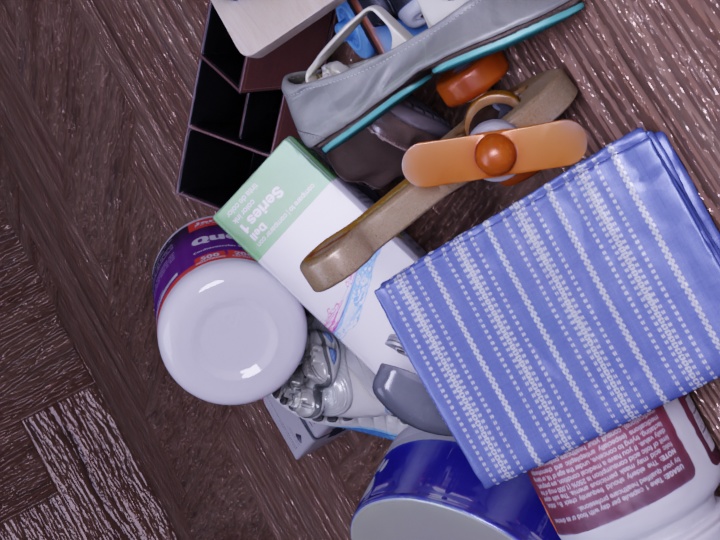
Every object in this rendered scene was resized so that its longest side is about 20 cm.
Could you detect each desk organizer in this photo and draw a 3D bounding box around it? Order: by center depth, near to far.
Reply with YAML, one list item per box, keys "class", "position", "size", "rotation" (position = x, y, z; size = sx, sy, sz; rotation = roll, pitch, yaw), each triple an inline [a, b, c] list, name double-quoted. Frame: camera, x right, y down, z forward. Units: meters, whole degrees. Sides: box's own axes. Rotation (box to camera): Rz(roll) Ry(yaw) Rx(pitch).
- class: "desk organizer"
  position: [-0.087, -0.134, 1.205]
  size: [0.072, 0.077, 0.201]
  rotation: [44, 132, 39]

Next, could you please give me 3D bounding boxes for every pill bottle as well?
- class: "pill bottle"
  position: [0.155, 0.104, 0.939]
  size: [0.201, 0.114, 0.114]
  rotation: [63, 161, 1]
- class: "pill bottle"
  position: [-0.108, 0.023, 1.183]
  size: [0.200, 0.112, 0.113]
  rotation: [-121, 10, -71]

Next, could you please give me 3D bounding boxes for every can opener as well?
- class: "can opener"
  position: [0.094, 0.101, 1.012]
  size: [0.200, 0.067, 0.053]
  rotation: [30, 170, -22]

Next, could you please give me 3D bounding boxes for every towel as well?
- class: "towel"
  position: [0.121, 0.024, 0.870]
  size: [0.145, 0.200, 0.024]
  rotation: [60, -156, 2]

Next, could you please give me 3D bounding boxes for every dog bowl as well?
- class: "dog bowl"
  position: [0.095, 0.210, 1.152]
  size: [0.199, 0.079, 0.200]
  rotation: [22, 144, 17]

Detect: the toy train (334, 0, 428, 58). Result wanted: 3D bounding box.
- class: "toy train"
  position: [0.000, -0.223, 0.945]
  size: [0.201, 0.086, 0.114]
  rotation: [62, 167, 5]

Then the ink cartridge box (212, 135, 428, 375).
- class: "ink cartridge box"
  position: [0.000, 0.000, 1.100]
  size: [0.200, 0.084, 0.145]
  rotation: [44, -175, 1]

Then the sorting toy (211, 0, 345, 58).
- class: "sorting toy"
  position: [-0.043, -0.259, 0.856]
  size: [0.201, 0.198, 0.070]
  rotation: [61, -160, 5]

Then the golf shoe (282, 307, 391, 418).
- class: "golf shoe"
  position: [-0.016, 0.057, 1.222]
  size: [0.200, 0.097, 0.078]
  rotation: [-102, 30, -54]

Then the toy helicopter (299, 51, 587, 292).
- class: "toy helicopter"
  position: [0.049, -0.053, 0.880]
  size: [0.079, 0.200, 0.132]
  rotation: [54, 168, -14]

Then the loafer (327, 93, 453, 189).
- class: "loafer"
  position: [0.017, -0.085, 1.032]
  size: [0.073, 0.071, 0.200]
  rotation: [39, 179, 6]

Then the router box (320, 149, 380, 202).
- class: "router box"
  position: [-0.017, -0.021, 1.314]
  size: [0.200, 0.052, 0.157]
  rotation: [59, 160, 12]

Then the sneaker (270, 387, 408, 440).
- class: "sneaker"
  position: [0.011, 0.118, 1.287]
  size: [0.199, 0.079, 0.090]
  rotation: [16, 158, 16]

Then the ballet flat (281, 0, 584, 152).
- class: "ballet flat"
  position: [0.034, -0.135, 0.876]
  size: [0.200, 0.067, 0.064]
  rotation: [-26, 93, 29]

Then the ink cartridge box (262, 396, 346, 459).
- class: "ink cartridge box"
  position: [-0.048, 0.092, 1.490]
  size: [0.145, 0.084, 0.200]
  rotation: [59, 161, 9]
